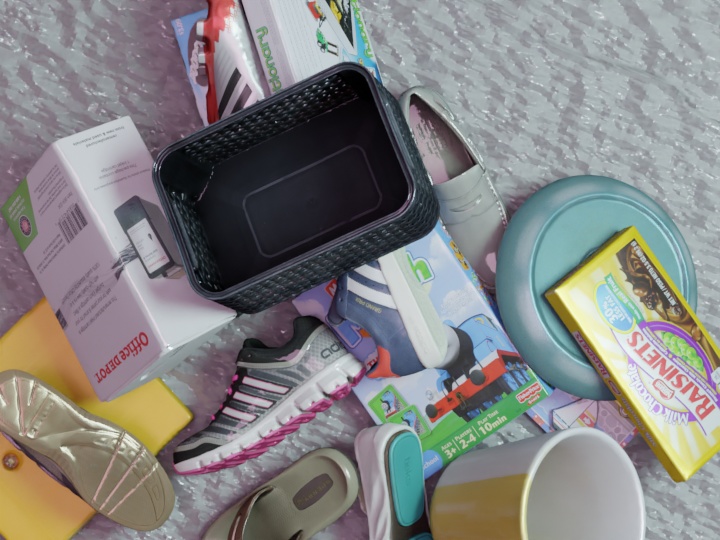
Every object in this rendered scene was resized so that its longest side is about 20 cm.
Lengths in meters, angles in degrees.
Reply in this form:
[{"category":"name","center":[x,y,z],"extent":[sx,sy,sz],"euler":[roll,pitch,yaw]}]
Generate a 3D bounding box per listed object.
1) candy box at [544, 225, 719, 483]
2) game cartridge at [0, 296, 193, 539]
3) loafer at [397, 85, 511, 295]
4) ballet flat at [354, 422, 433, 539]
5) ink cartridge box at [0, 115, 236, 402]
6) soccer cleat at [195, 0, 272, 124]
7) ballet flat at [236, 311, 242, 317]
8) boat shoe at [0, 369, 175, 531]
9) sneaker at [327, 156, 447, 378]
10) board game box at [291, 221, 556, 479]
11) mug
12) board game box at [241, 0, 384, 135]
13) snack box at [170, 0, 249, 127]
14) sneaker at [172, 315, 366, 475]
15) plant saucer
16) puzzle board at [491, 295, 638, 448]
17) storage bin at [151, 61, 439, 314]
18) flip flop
[{"category":"candy box","center":[0.253,0.072,1.468],"extent":[0.102,0.026,0.201],"euler":[-37,94,-19]},{"category":"game cartridge","center":[-0.280,0.139,1.549],"extent":[0.200,0.032,0.176],"euler":[-43,88,-2]},{"category":"loafer","center":[0.084,-0.070,1.511],"extent":[0.070,0.070,0.201],"euler":[-29,85,6]},{"category":"ballet flat","center":[0.028,0.229,1.513],"extent":[0.069,0.069,0.202],"euler":[-5,102,2]},{"category":"ink cartridge box","center":[-0.212,-0.007,1.475],"extent":[0.084,0.145,0.201],"euler":[-24,83,-37]},{"category":"soccer cleat","center":[-0.100,-0.166,1.493],"extent":[0.084,0.069,0.202],"euler":[-3,92,-6]},{"category":"ballet flat","center":[-0.087,0.009,1.532],"extent":[0.199,0.057,0.067],"euler":[-25,56,7]},{"category":"boat shoe","center":[-0.249,0.155,1.500],"extent":[0.199,0.065,0.072],"euler":[37,79,-17]},{"category":"sneaker","center":[0.000,0.000,1.459],"extent":[0.084,0.075,0.201],"euler":[-22,89,16]},{"category":"board game box","center":[0.055,0.065,1.511],"extent":[0.151,0.037,0.201],"euler":[-36,86,20]},{"category":"mug","center":[0.125,0.213,1.448],"extent":[0.186,0.153,0.151],"euler":[-9,91,-40]},{"category":"board game box","center":[-0.047,-0.222,1.499],"extent":[0.034,0.126,0.202],"euler":[-19,87,37]},{"category":"snack box","center":[-0.086,-0.146,1.540],"extent":[0.115,0.037,0.202],"euler":[-18,88,2]},{"category":"sneaker","center":[-0.092,0.109,1.515],"extent":[0.199,0.074,0.088],"euler":[-34,77,15]},{"category":"plant saucer","center":[0.213,0.012,1.492],"extent":[0.198,0.027,0.202],"euler":[4,79,-20]},{"category":"puzzle board","center":[0.190,0.063,1.536],"extent":[0.200,0.017,0.151],"euler":[44,91,3]},{"category":"storage bin","center":[-0.051,-0.064,1.382],"extent":[0.199,0.094,0.136],"euler":[-24,76,10]},{"category":"flip flop","center":[-0.081,0.233,1.507],"extent":[0.200,0.058,0.081],"euler":[-41,86,21]}]
